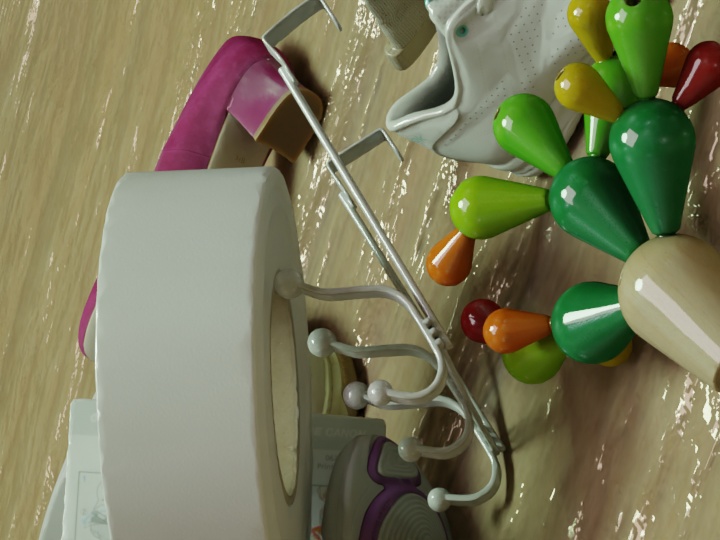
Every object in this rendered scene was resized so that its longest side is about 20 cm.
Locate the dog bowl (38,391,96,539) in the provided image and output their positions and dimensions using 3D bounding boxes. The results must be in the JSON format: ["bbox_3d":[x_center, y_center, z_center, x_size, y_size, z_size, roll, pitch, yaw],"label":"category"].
[{"bbox_3d":[-0.111,0.098,1.503,0.200,0.059,0.200,23,-90,-83],"label":"dog bowl"}]

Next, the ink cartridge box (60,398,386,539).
[{"bbox_3d":[-0.072,0.168,1.372,0.047,0.160,0.200,136,137,-78],"label":"ink cartridge box"}]

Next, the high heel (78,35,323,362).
[{"bbox_3d":[-0.104,-0.043,1.585,0.200,0.067,0.096,-56,36,7],"label":"high heel"}]

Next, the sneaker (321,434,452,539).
[{"bbox_3d":[-0.008,0.176,1.312,0.100,0.075,0.200,-19,63,41],"label":"sneaker"}]

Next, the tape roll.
[{"bbox_3d":[-0.067,0.055,1.259,0.202,0.071,0.203,-3,-90,-85],"label":"tape roll"}]

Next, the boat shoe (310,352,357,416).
[{"bbox_3d":[-0.062,0.119,1.500,0.073,0.063,0.201,-107,33,-45],"label":"boat shoe"}]

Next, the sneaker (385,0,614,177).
[{"bbox_3d":[0.073,-0.124,1.228,0.075,0.088,0.200,-107,34,-47],"label":"sneaker"}]

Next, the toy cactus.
[{"bbox_3d":[0.111,-0.013,1.134,0.165,0.102,0.200,50,129,36],"label":"toy cactus"}]

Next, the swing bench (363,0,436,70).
[{"bbox_3d":[-0.056,-0.221,1.357,0.200,0.199,0.130,18,69,28],"label":"swing bench"}]

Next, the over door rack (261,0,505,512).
[{"bbox_3d":[0.000,0.000,1.270,0.148,0.067,0.200,63,-172,-64],"label":"over door rack"}]
